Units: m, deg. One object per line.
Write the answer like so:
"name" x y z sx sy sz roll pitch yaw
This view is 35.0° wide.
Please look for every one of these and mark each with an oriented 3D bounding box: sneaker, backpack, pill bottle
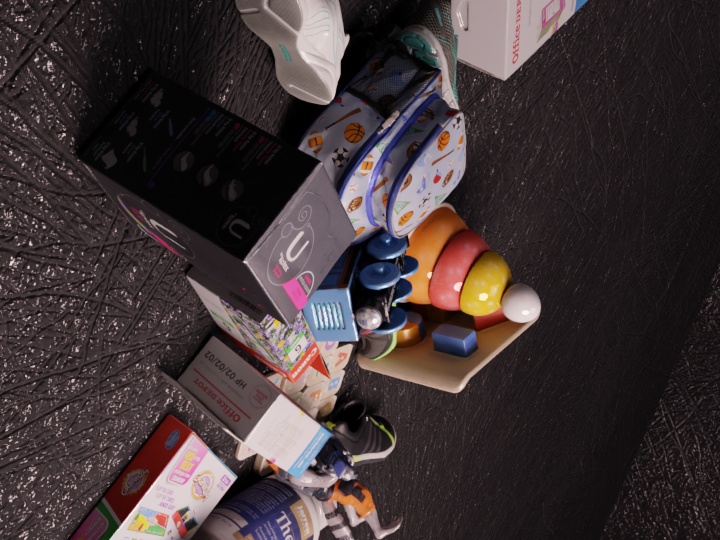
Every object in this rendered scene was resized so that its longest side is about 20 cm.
"sneaker" -0.060 -0.240 1.055 0.201 0.070 0.081 64 45 -61
"backpack" 0.017 -0.120 1.210 0.190 0.154 0.201 -41 151 -14
"sneaker" 0.087 -0.232 1.297 0.201 0.077 0.092 76 35 -63
"sneaker" 0.002 0.218 1.571 0.199 0.071 0.084 -11 123 -63
"pill bottle" -0.121 0.326 1.431 0.199 0.110 0.112 -25 137 -48
"sneaker" 0.003 0.047 1.439 0.083 0.077 0.201 -13 146 -9

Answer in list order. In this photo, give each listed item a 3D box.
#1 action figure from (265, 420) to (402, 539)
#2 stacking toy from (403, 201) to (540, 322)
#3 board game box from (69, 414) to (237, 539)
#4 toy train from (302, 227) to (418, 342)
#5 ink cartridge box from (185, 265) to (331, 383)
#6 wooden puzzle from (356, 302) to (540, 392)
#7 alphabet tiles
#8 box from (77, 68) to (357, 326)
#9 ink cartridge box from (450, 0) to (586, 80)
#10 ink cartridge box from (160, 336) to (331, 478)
"action figure" -0.042 0.259 1.378 0.105 0.193 0.200 -49 -169 -2
"stacking toy" 0.145 0.013 1.488 0.146 0.199 0.147 -39 146 -33
"board game box" -0.234 0.276 1.267 0.201 0.040 0.153 -52 152 -16
"toy train" 0.000 0.000 1.274 0.201 0.113 0.088 -73 158 -55
"ink cartridge box" -0.103 0.063 1.210 0.050 0.108 0.201 -49 151 -18
"wooden puzzle" 0.116 0.074 1.531 0.200 0.184 0.047 -39 126 -37
"alphabet tiles" -0.080 0.166 1.453 0.195 0.015 0.202 -17 130 -54
"box" -0.119 -0.062 0.964 0.106 0.199 0.123 -53 151 -14
"ink cartridge box" 0.197 -0.346 1.356 0.200 0.084 0.145 -44 149 -26
"ink cartridge box" -0.121 0.146 1.247 0.068 0.115 0.200 -51 151 -6
